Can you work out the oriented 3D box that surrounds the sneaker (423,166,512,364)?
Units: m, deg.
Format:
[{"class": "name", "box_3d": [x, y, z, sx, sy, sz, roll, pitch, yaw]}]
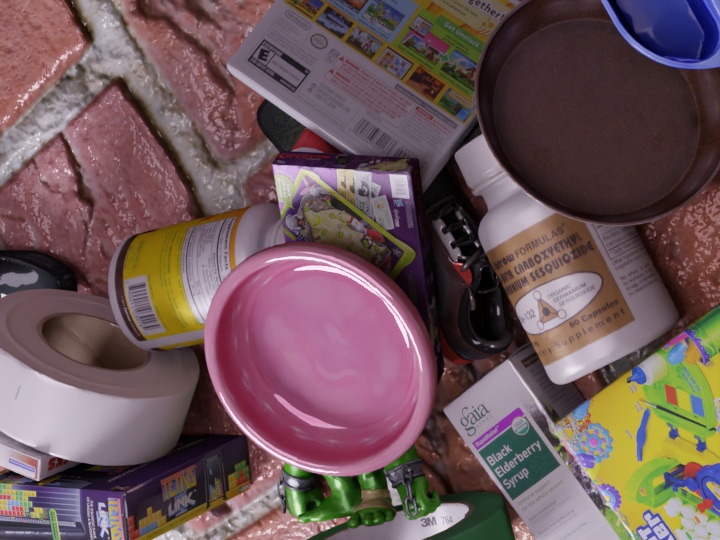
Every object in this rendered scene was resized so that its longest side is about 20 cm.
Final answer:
[{"class": "sneaker", "box_3d": [0.080, -0.021, 1.377, 0.082, 0.077, 0.202, -4, 111, 58]}]

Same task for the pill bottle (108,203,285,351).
[{"class": "pill bottle", "box_3d": [-0.116, 0.004, 1.480, 0.198, 0.109, 0.110, -11, 95, 29]}]

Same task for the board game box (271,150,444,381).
[{"class": "board game box", "box_3d": [0.000, 0.000, 1.360, 0.119, 0.032, 0.202, 3, 123, 17]}]

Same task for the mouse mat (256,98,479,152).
[{"class": "mouse mat", "box_3d": [0.012, -0.141, 1.441, 0.161, 0.008, 0.200, 49, 117, 11]}]

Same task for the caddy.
[{"class": "caddy", "box_3d": [0.230, -0.240, 1.225, 0.141, 0.105, 0.201, -31, 84, 8]}]

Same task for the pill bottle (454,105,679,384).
[{"class": "pill bottle", "box_3d": [0.157, -0.023, 1.325, 0.114, 0.114, 0.201, -29, 85, 29]}]

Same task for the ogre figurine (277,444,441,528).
[{"class": "ogre figurine", "box_3d": [-0.011, 0.156, 1.462, 0.200, 0.097, 0.121, 166, 95, -73]}]

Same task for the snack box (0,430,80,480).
[{"class": "snack box", "box_3d": [-0.257, 0.145, 1.531, 0.071, 0.200, 0.025, 16, 106, 24]}]

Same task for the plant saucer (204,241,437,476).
[{"class": "plant saucer", "box_3d": [-0.028, 0.066, 1.356, 0.199, 0.051, 0.202, 9, 116, 19]}]

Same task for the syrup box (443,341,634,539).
[{"class": "syrup box", "box_3d": [0.164, 0.163, 1.377, 0.079, 0.081, 0.201, -40, 82, 27]}]

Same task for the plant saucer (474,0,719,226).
[{"class": "plant saucer", "box_3d": [0.182, -0.122, 1.280, 0.198, 0.035, 0.202, 2, 70, -5]}]

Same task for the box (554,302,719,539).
[{"class": "box", "box_3d": [0.291, 0.135, 1.279, 0.192, 0.122, 0.201, -39, 82, 28]}]

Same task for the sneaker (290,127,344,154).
[{"class": "sneaker", "box_3d": [0.004, -0.047, 1.432, 0.071, 0.113, 0.201, -12, 125, 26]}]

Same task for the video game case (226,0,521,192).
[{"class": "video game case", "box_3d": [0.021, -0.182, 1.369, 0.199, 0.023, 0.183, 36, 83, 18]}]

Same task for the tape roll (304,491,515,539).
[{"class": "tape roll", "box_3d": [0.030, 0.237, 1.395, 0.199, 0.200, 0.049, -15, 93, 30]}]

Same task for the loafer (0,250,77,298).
[{"class": "loafer", "box_3d": [-0.365, 0.014, 1.638, 0.199, 0.070, 0.069, 6, 103, 27]}]

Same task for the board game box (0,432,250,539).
[{"class": "board game box", "box_3d": [-0.220, 0.193, 1.522, 0.164, 0.200, 0.057, -2, 98, 27]}]

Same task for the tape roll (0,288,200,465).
[{"class": "tape roll", "box_3d": [-0.249, 0.093, 1.516, 0.201, 0.202, 0.071, 29, 112, 20]}]
